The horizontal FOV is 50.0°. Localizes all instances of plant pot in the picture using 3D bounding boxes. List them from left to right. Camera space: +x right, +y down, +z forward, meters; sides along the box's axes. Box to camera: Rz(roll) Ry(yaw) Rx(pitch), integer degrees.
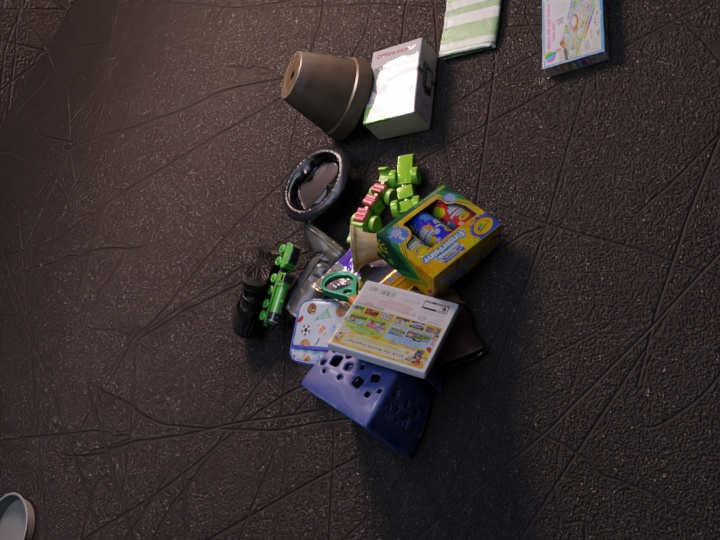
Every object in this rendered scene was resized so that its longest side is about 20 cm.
[{"bbox_3d":[-0.093,-0.439,1.867,0.200,0.171,0.203,-46,36,47],"label":"plant pot"},{"bbox_3d":[0.036,0.222,1.519,0.199,0.200,0.181,26,79,41],"label":"plant pot"}]

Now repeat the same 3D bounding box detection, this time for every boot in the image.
[{"bbox_3d":[-0.255,0.049,1.877,0.078,0.212,0.160,15,122,3],"label":"boot"},{"bbox_3d":[-0.123,0.003,1.818,0.182,0.072,0.202,41,103,42],"label":"boot"},{"bbox_3d":[0.130,0.117,1.519,0.197,0.073,0.168,-14,50,-10],"label":"boot"}]

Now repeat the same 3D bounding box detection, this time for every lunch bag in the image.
[{"bbox_3d":[-0.054,0.146,1.681,0.197,0.075,0.163,2,70,29],"label":"lunch bag"}]

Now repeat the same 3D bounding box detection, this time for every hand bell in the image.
[{"bbox_3d":[0.079,-0.053,1.653,0.196,0.104,0.106,-4,64,3],"label":"hand bell"}]

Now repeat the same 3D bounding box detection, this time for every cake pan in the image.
[{"bbox_3d":[-0.971,0.722,2.138,0.198,0.037,0.203,-15,62,30],"label":"cake pan"}]

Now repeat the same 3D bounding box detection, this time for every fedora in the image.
[{"bbox_3d":[-0.090,-0.194,1.855,0.198,0.091,0.204,-15,62,31],"label":"fedora"}]

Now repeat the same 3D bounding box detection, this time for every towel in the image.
[{"bbox_3d":[0.000,0.000,1.698,0.200,0.023,0.143,-42,45,-18],"label":"towel"},{"bbox_3d":[0.263,-0.598,1.819,0.151,0.023,0.203,-3,67,35],"label":"towel"}]

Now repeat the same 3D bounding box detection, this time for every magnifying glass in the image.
[{"bbox_3d":[-0.023,0.050,1.596,0.079,0.023,0.200,-21,31,-16],"label":"magnifying glass"}]

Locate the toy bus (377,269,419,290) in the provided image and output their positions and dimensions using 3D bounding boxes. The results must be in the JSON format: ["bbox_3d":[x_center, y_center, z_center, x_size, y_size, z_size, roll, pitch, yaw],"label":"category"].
[{"bbox_3d":[0.096,0.034,1.617,0.199,0.065,0.079,-39,53,4],"label":"toy bus"}]

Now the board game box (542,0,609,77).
[{"bbox_3d":[0.453,-0.521,1.636,0.133,0.034,0.203,-9,66,33],"label":"board game box"}]

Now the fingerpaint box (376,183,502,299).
[{"bbox_3d":[0.158,-0.063,1.554,0.199,0.074,0.166,-35,56,-22],"label":"fingerpaint box"}]

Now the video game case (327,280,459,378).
[{"bbox_3d":[0.064,0.106,1.454,0.197,0.023,0.183,14,46,21],"label":"video game case"}]

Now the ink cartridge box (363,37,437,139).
[{"bbox_3d":[0.096,-0.428,1.825,0.144,0.084,0.203,-7,67,34],"label":"ink cartridge box"}]

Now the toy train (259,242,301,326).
[{"bbox_3d":[-0.184,0.032,1.792,0.056,0.041,0.203,4,76,49],"label":"toy train"}]

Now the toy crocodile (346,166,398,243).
[{"bbox_3d":[0.027,-0.145,1.756,0.067,0.062,0.202,17,69,40],"label":"toy crocodile"}]

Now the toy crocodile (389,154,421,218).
[{"bbox_3d":[0.104,-0.170,1.719,0.066,0.062,0.203,-10,62,18],"label":"toy crocodile"}]
